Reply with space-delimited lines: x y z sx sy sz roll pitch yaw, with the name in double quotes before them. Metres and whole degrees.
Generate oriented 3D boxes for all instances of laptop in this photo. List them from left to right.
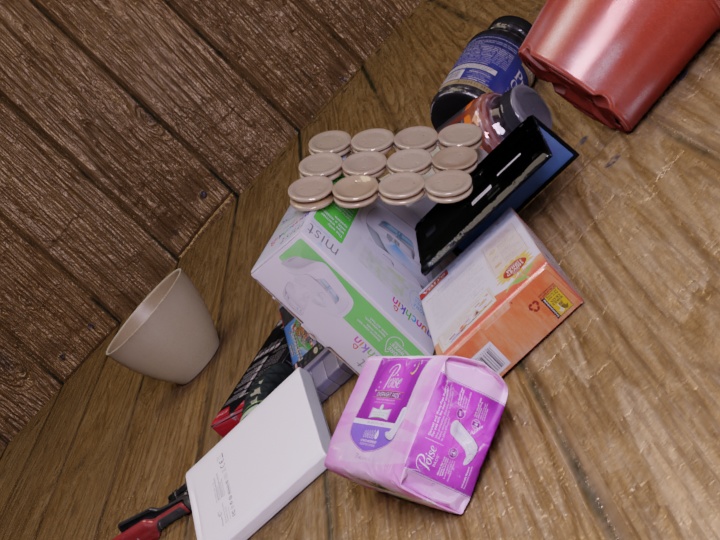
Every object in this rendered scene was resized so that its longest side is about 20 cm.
"laptop" 0.153 -0.065 1.298 0.177 0.103 0.201 -44 18 16

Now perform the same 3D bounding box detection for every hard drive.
"hard drive" -0.116 0.220 1.373 0.200 0.026 0.133 -43 40 19

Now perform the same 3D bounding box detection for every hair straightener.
"hair straightener" -0.259 0.311 1.633 0.200 0.041 0.077 -40 16 31

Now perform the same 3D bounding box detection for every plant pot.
"plant pot" 0.280 -0.266 1.292 0.196 0.200 0.201 -55 13 4

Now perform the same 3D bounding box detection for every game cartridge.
"game cartridge" -0.041 0.057 1.527 0.129 0.038 0.201 -39 39 17

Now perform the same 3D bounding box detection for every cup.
"cup" -0.337 0.120 2.190 0.200 0.143 0.201 -43 14 13

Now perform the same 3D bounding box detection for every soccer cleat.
"soccer cleat" -0.120 0.201 1.484 0.081 0.067 0.202 -11 44 52

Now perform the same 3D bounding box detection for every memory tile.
"memory tile" 0.029 -0.111 1.310 0.197 0.017 0.154 -1 34 12

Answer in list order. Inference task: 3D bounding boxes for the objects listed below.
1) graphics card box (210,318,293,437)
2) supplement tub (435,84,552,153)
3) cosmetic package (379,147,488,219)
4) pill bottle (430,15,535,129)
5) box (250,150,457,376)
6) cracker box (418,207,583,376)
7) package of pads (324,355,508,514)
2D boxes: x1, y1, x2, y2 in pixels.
"graphics card box" -0.110 0.134 1.646 0.125 0.051 0.201 -32 22 51
"supplement tub" 0.145 -0.149 1.522 0.199 0.107 0.107 -35 18 43
"cosmetic package" 0.073 -0.071 1.458 0.199 0.101 0.075 -28 45 36
"pill bottle" 0.182 -0.267 1.720 0.111 0.112 0.201 -30 22 50
"box" 0.000 0.000 1.360 0.096 0.200 0.177 -37 16 35
"cracker box" 0.130 0.026 1.186 0.134 0.058 0.200 -44 15 10
"package of pads" 0.045 0.137 1.072 0.122 0.075 0.200 -68 17 -12
